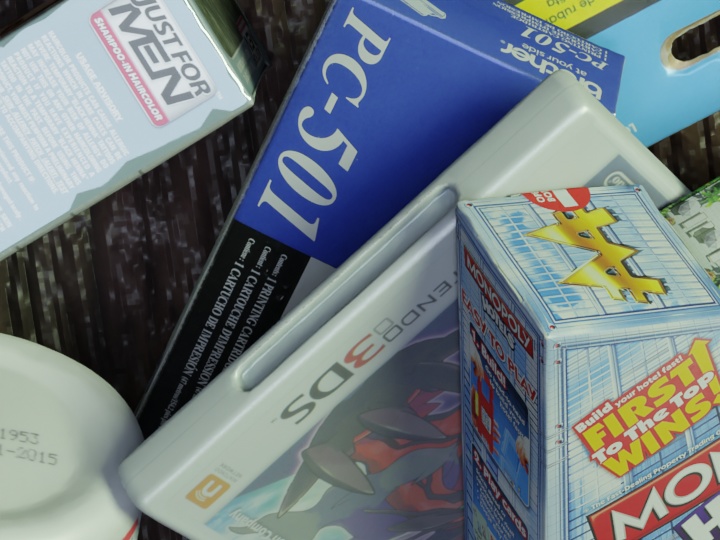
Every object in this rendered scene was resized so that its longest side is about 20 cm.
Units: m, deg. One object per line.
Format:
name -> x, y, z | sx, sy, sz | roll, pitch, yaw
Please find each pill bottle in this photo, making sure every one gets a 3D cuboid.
pill bottle -> -0.134, 0.126, 0.937 | 0.108, 0.109, 0.201 | 11, 126, -2

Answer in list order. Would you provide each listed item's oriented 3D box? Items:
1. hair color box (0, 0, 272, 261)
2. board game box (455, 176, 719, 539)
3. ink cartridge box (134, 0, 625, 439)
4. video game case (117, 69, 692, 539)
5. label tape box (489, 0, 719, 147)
hair color box -> -0.129, -0.033, 0.929 | 0.199, 0.099, 0.061 | -30, 99, 7
board game box -> 0.108, 0.033, 0.886 | 0.199, 0.062, 0.200 | -30, 141, -5
ink cartridge box -> 0.000, 0.000, 0.931 | 0.094, 0.044, 0.201 | 24, 121, -4
video game case -> 0.046, 0.045, 0.920 | 0.182, 0.023, 0.200 | -42, 141, 9
label tape box -> 0.082, -0.151, 0.913 | 0.144, 0.063, 0.201 | -27, 111, 6
